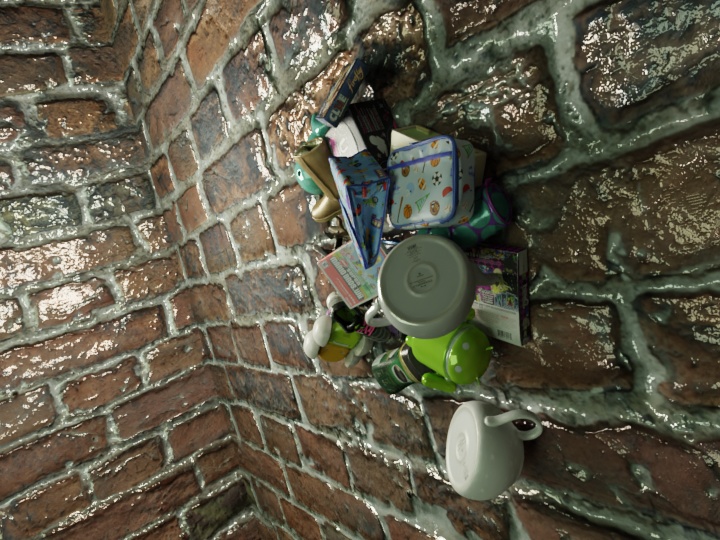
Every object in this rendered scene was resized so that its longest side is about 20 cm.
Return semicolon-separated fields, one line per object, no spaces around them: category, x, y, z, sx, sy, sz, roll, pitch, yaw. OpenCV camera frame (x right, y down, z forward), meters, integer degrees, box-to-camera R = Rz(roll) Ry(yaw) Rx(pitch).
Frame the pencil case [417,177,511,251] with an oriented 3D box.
pencil case;0.193;-0.087;1.009;0.198;0.084;0.095;-31;88;44

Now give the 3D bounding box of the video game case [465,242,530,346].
video game case;0.248;0.037;1.062;0.197;0.035;0.189;14;117;53

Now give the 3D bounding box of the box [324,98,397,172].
box;0.021;-0.254;1.185;0.131;0.112;0.206;-34;77;55

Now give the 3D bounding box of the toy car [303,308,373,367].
toy car;-0.061;0.172;1.499;0.201;0.169;0.155;127;154;-52

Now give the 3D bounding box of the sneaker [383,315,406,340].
sneaker;0.123;0.090;1.258;0.087;0.075;0.203;41;142;15

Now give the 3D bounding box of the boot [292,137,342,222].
boot;-0.102;-0.221;1.308;0.170;0.068;0.200;-17;135;30

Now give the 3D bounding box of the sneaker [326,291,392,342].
sneaker;-0.003;0.133;1.358;0.196;0.088;0.075;33;108;-10

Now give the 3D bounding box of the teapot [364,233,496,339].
teapot;0.125;0.043;0.986;0.195;0.202;0.146;23;168;26

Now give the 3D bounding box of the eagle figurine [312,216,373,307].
eagle figurine;-0.036;-0.013;1.368;0.145;0.153;0.207;8;122;14

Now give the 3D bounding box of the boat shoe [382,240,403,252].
boat shoe;0.075;-0.034;1.253;0.199;0.081;0.072;179;92;-70

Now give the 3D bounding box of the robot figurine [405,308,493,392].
robot figurine;0.183;0.155;1.083;0.197;0.113;0.182;24;102;47

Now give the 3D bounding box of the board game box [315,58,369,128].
board game box;-0.044;-0.381;1.151;0.138;0.034;0.200;-60;17;9

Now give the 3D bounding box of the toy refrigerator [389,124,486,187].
toy refrigerator;0.149;-0.228;1.045;0.198;0.074;0.072;36;134;42

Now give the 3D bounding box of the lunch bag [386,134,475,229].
lunch bag;0.121;-0.161;0.972;0.197;0.073;0.168;1;93;53

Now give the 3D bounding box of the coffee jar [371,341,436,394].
coffee jar;0.113;0.234;1.305;0.106;0.085;0.199;52;145;0

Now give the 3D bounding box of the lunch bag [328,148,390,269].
lunch bag;0.002;-0.117;1.081;0.152;0.090;0.206;-118;19;-54

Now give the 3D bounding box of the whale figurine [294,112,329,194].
whale figurine;-0.118;-0.298;1.376;0.158;0.101;0.206;39;136;39

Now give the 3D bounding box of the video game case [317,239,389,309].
video game case;0.000;0.000;1.236;0.197;0.017;0.145;-28;103;42

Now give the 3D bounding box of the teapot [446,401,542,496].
teapot;0.271;0.370;1.086;0.200;0.140;0.206;160;121;-79

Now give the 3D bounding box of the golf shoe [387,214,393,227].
golf shoe;0.124;-0.126;1.135;0.094;0.074;0.199;62;147;7
